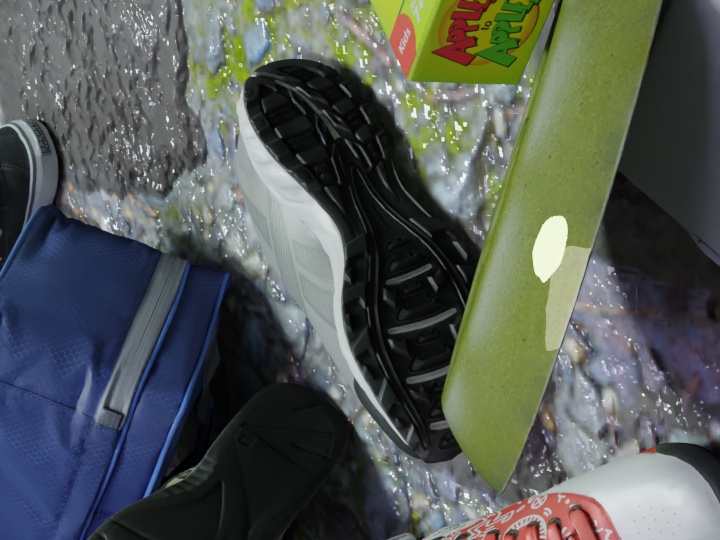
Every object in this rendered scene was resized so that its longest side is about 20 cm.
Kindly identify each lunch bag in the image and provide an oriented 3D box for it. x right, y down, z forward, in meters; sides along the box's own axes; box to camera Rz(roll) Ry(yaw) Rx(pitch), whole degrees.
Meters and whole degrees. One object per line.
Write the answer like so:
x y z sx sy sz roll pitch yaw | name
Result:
-0.147 0.081 0.938 0.132 0.136 0.200 21 132 -3 | lunch bag

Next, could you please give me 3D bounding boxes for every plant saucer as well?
0.063 -0.023 0.603 0.031 0.200 0.200 17 127 4 | plant saucer

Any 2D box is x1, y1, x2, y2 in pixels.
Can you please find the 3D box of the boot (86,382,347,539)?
-0.094 0.161 0.880 0.073 0.204 0.154 39 141 9 | boot

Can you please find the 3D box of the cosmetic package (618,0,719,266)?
0.165 -0.086 0.522 0.113 0.081 0.200 47 139 31 | cosmetic package

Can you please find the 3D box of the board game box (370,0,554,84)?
0.022 -0.174 0.648 0.102 0.047 0.200 111 148 -42 | board game box

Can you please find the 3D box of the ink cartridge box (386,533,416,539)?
-0.016 0.241 0.897 0.145 0.084 0.200 62 144 12 | ink cartridge box

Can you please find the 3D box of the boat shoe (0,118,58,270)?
-0.243 -0.017 1.111 0.069 0.056 0.200 50 139 27 | boat shoe

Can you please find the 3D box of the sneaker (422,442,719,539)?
0.065 0.132 0.722 0.201 0.108 0.067 -29 81 54 | sneaker

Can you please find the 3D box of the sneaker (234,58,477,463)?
0.000 0.000 0.794 0.201 0.074 0.079 63 153 22 | sneaker
